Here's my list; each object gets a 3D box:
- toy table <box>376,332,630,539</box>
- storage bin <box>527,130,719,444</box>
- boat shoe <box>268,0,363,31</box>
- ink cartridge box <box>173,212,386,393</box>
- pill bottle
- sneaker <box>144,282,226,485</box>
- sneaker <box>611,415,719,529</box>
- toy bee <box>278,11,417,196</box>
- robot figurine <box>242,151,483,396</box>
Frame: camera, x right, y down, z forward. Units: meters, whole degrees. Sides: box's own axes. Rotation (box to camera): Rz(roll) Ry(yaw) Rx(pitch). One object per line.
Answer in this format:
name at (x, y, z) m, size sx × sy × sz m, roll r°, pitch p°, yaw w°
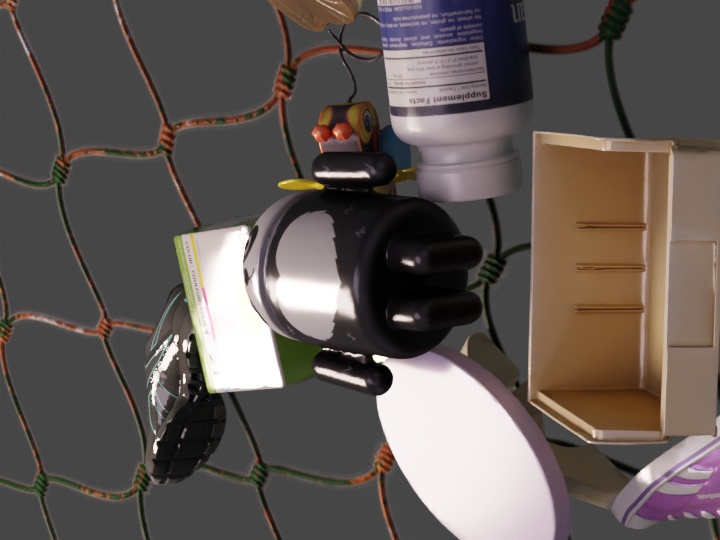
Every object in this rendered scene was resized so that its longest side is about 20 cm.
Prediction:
toy table at (0.115, 0.130, 1.532) m, size 0.200 × 0.117 × 0.184 m, roll 56°, pitch 134°, yaw 18°
storage bin at (0.183, 0.007, 1.357) m, size 0.199 × 0.093 × 0.201 m, roll -145°, pitch 56°, yaw -81°
boat shoe at (-0.035, -0.237, 1.587) m, size 0.063 × 0.073 × 0.200 m, roll -56°, pitch 25°, yaw -6°
ink cartridge box at (-0.058, 0.022, 1.697) m, size 0.200 × 0.076 × 0.148 m, roll -8°, pitch 97°, yaw 47°
pill bottle at (0.073, -0.157, 1.491) m, size 0.111 × 0.111 × 0.201 m, roll 4°, pitch 105°, yaw 44°
sneaker at (-0.166, 0.106, 1.845) m, size 0.079 × 0.075 × 0.201 m, roll 38°, pitch 119°, yaw 44°
sneaker at (0.271, 0.166, 1.423) m, size 0.200 × 0.073 × 0.114 m, roll -42°, pitch 75°, yaw 43°
toy bee at (-0.012, -0.092, 1.582) m, size 0.131 × 0.109 × 0.200 m, roll -27°, pitch 92°, yaw 22°
robot figurine at (-0.001, 0.002, 1.493) m, size 0.200 × 0.151 × 0.125 m, roll 8°, pitch 152°, yaw 45°
